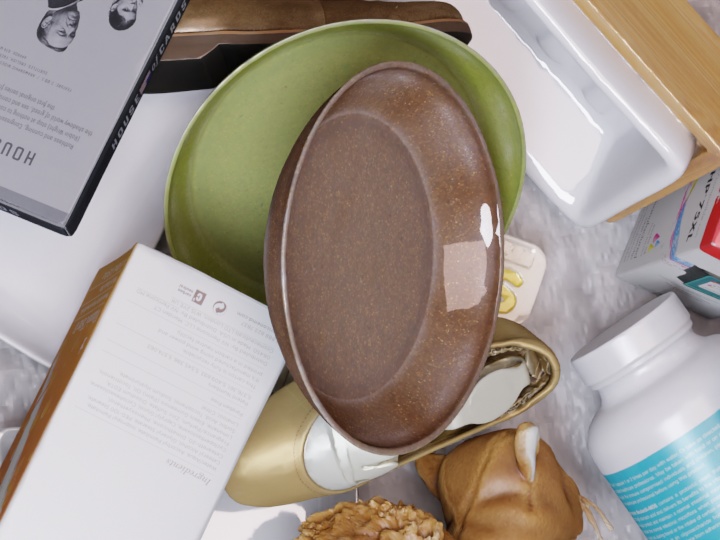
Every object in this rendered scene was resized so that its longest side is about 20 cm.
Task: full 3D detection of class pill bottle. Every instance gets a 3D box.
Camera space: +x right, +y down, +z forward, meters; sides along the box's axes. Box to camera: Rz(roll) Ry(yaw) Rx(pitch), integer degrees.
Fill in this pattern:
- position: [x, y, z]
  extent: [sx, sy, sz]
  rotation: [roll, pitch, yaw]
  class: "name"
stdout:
- position: [0.200, 0.112, 1.615]
  extent: [0.111, 0.111, 0.200]
  rotation: [-35, 93, -15]
  class: "pill bottle"

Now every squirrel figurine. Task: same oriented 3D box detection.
- position: [0.057, 0.171, 1.549]
  extent: [0.200, 0.142, 0.187]
  rotation: [11, 72, -34]
  class: "squirrel figurine"

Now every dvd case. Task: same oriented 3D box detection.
- position: [-0.176, -0.133, 1.543]
  extent: [0.150, 0.025, 0.200]
  rotation: [22, 77, 13]
  class: "dvd case"

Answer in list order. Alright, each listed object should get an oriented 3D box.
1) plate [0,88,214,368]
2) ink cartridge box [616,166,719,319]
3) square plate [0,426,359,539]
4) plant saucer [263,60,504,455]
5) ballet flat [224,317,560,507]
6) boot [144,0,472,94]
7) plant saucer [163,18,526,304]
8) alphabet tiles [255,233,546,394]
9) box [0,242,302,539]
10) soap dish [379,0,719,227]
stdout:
- position: [-0.192, -0.071, 1.587]
  extent: [0.200, 0.032, 0.200]
  rotation: [29, 77, -9]
  class: "plate"
- position: [0.219, -0.045, 1.593]
  extent: [0.067, 0.200, 0.116]
  rotation: [24, 78, -10]
  class: "ink cartridge box"
- position: [-0.097, 0.181, 1.581]
  extent: [0.200, 0.028, 0.198]
  rotation: [-1, 83, -13]
  class: "square plate"
- position: [0.007, -0.006, 1.494]
  extent: [0.200, 0.037, 0.200]
  rotation: [-2, 93, -56]
  class: "plant saucer"
- position: [0.019, 0.075, 1.560]
  extent: [0.200, 0.063, 0.069]
  rotation: [-25, 113, -25]
  class: "ballet flat"
- position: [-0.040, -0.142, 1.575]
  extent: [0.200, 0.074, 0.075]
  rotation: [-2, 72, -3]
  class: "boot"
- position: [-0.011, -0.051, 1.558]
  extent: [0.200, 0.031, 0.200]
  rotation: [-9, 124, -14]
  class: "plant saucer"
- position: [0.000, 0.000, 1.622]
  extent: [0.200, 0.015, 0.196]
  rotation: [21, 85, -10]
  class: "alphabet tiles"
- position: [-0.126, 0.100, 1.504]
  extent: [0.097, 0.124, 0.200]
  rotation: [27, 77, -10]
  class: "box"
- position: [0.113, -0.126, 1.604]
  extent: [0.200, 0.157, 0.081]
  rotation: [48, 67, -4]
  class: "soap dish"
